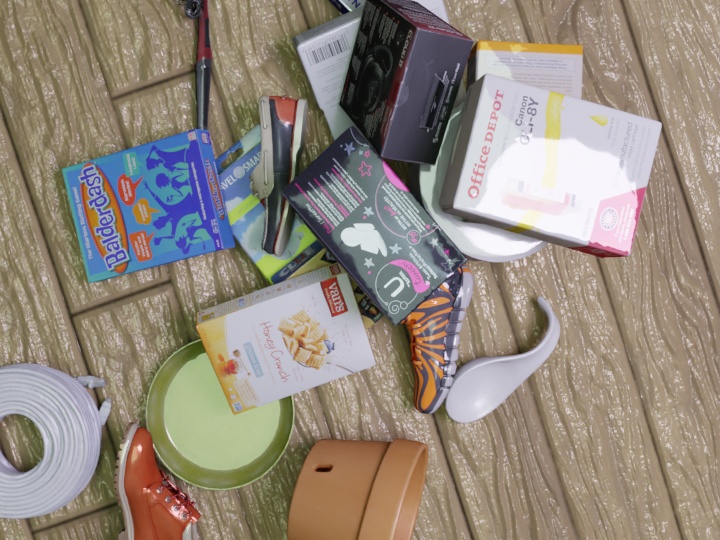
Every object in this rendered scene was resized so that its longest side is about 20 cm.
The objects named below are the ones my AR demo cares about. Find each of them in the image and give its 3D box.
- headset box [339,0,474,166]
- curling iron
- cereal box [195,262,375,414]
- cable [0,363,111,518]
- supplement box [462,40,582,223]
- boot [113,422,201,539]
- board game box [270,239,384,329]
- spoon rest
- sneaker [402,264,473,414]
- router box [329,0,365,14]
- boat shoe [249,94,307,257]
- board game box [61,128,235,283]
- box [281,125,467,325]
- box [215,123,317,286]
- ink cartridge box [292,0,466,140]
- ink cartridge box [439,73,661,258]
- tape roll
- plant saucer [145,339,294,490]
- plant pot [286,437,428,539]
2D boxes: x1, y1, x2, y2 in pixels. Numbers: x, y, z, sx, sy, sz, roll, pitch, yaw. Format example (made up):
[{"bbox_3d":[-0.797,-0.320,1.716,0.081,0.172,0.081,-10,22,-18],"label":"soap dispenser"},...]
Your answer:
[{"bbox_3d":[0.051,-0.226,1.015,0.076,0.201,0.151,5,117,-23],"label":"headset box"},{"bbox_3d":[-0.216,-0.279,1.138,0.049,0.025,0.204,-7,96,-39],"label":"curling iron"},{"bbox_3d":[-0.092,0.087,1.088,0.197,0.040,0.146,-19,118,-1],"label":"cereal box"},{"bbox_3d":[-0.438,0.223,1.120,0.196,0.069,0.204,12,91,-3],"label":"cable"},{"bbox_3d":[0.185,-0.155,0.997,0.123,0.074,0.204,2,91,-3],"label":"supplement box"},{"bbox_3d":[-0.260,0.291,1.119,0.105,0.075,0.204,-1,106,4],"label":"boot"},{"bbox_3d":[0.000,0.000,1.124,0.199,0.035,0.136,-38,118,-2],"label":"board game box"},{"bbox_3d":[0.191,0.125,1.141,0.200,0.061,0.099,-45,131,-3],"label":"spoon rest"},{"bbox_3d":[0.071,0.081,1.122,0.110,0.077,0.204,11,91,-17],"label":"sneaker"},{"bbox_3d":[-0.014,-0.460,1.133,0.200,0.049,0.180,44,89,-3],"label":"router box"},{"bbox_3d":[-0.108,-0.119,1.079,0.061,0.071,0.204,7,87,0],"label":"boat shoe"},{"bbox_3d":[-0.273,-0.081,1.108,0.197,0.045,0.155,-14,92,15],"label":"board game box"},{"bbox_3d":[0.016,-0.047,1.013,0.114,0.132,0.201,-40,87,1],"label":"box"},{"bbox_3d":[-0.118,-0.080,1.139,0.121,0.048,0.201,-38,93,-2],"label":"box"},{"bbox_3d":[0.032,-0.260,1.136,0.197,0.044,0.175,-24,123,-2],"label":"ink cartridge box"},{"bbox_3d":[0.198,-0.109,0.920,0.196,0.083,0.148,14,91,-4],"label":"ink cartridge box"},{"bbox_3d":[0.165,-0.113,1.104,0.199,0.139,0.207,0,92,-3],"label":"tape roll"},{"bbox_3d":[-0.185,0.188,1.149,0.196,0.031,0.204,0,91,-1],"label":"plant saucer"},{"bbox_3d":[-0.005,0.299,1.090,0.138,0.200,0.204,14,91,14],"label":"plant pot"}]
